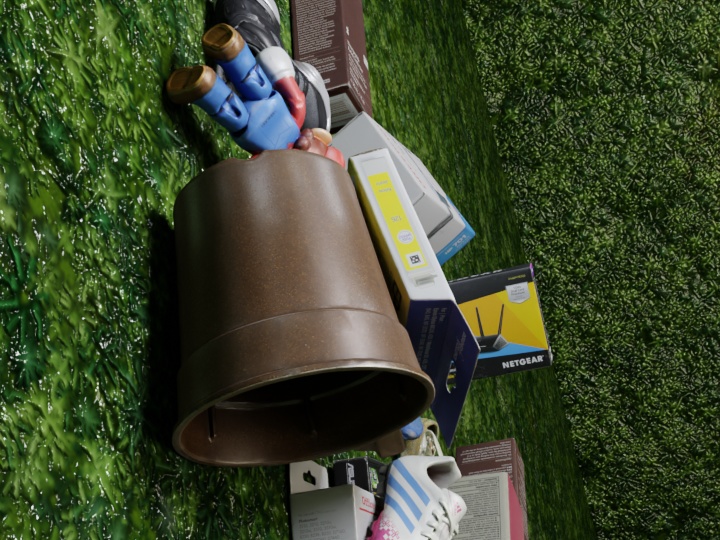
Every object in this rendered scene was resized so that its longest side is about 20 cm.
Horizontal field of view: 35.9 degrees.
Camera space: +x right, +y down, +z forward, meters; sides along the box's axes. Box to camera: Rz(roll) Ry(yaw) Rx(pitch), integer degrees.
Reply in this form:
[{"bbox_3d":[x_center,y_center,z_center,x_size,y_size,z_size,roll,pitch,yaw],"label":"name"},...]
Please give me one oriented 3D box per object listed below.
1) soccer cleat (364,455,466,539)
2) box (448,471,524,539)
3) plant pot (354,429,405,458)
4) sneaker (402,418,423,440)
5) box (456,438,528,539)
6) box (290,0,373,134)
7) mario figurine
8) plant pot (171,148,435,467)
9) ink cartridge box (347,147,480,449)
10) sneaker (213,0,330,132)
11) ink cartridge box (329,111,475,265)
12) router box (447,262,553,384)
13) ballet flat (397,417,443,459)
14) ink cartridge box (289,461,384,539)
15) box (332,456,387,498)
[{"bbox_3d":[0.054,0.245,1.038,0.200,0.086,0.070,-80,154,-53],"label":"soccer cleat"},{"bbox_3d":[0.149,0.385,1.472,0.201,0.127,0.109,-85,159,-45],"label":"box"},{"bbox_3d":[-0.033,0.087,1.038,0.201,0.092,0.202,161,-90,-88],"label":"plant pot"},{"bbox_3d":[0.051,0.117,1.382,0.079,0.089,0.201,-50,127,-70],"label":"sneaker"},{"bbox_3d":[0.203,0.364,1.716,0.200,0.100,0.075,-83,156,-49],"label":"box"},{"bbox_3d":[-0.037,-0.282,1.390,0.100,0.075,0.201,49,31,-61],"label":"box"},{"bbox_3d":[-0.097,-0.125,1.015,0.200,0.123,0.106,50,15,-37],"label":"mario figurine"},{"bbox_3d":[-0.060,0.026,0.870,0.200,0.199,0.199,48,26,-62],"label":"plant pot"},{"bbox_3d":[0.035,0.033,0.958,0.198,0.047,0.201,95,-21,-58],"label":"ink cartridge box"},{"bbox_3d":[-0.093,-0.181,1.110,0.114,0.075,0.200,-84,151,-47],"label":"sneaker"},{"bbox_3d":[0.048,-0.095,1.408,0.147,0.086,0.200,55,10,23],"label":"ink cartridge box"},{"bbox_3d":[0.169,0.083,1.634,0.051,0.199,0.150,-33,110,-76],"label":"router box"},{"bbox_3d":[0.078,0.274,1.413,0.071,0.070,0.201,62,22,-47],"label":"ballet flat"},{"bbox_3d":[-0.014,0.274,1.064,0.115,0.068,0.201,47,34,-64],"label":"ink cartridge box"},{"bbox_3d":[0.025,0.316,1.222,0.193,0.047,0.201,41,41,-64],"label":"box"}]
